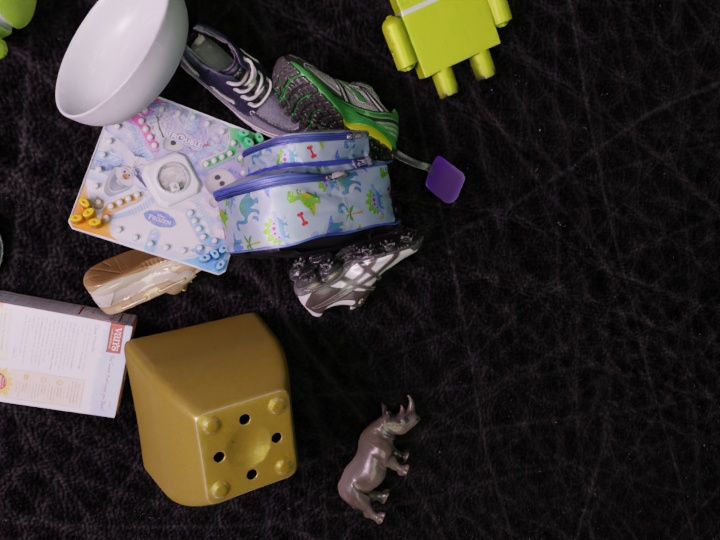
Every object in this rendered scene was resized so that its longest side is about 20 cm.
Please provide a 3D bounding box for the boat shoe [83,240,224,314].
[{"bbox_3d":[-0.263,0.000,0.861,0.199,0.074,0.070,-21,130,-15],"label":"boat shoe"}]

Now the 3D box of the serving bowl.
[{"bbox_3d":[-0.269,-0.252,0.750,0.201,0.200,0.066,-55,139,4],"label":"serving bowl"}]

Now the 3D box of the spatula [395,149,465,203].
[{"bbox_3d":[0.064,-0.162,0.914,0.199,0.021,0.057,27,75,-13],"label":"spatula"}]

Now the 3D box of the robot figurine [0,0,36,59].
[{"bbox_3d":[-0.461,-0.307,0.717,0.199,0.116,0.176,-26,76,-5],"label":"robot figurine"}]

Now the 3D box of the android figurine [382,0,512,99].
[{"bbox_3d":[0.116,-0.348,0.876,0.181,0.041,0.201,-24,108,-6],"label":"android figurine"}]

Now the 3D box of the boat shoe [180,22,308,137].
[{"bbox_3d":[-0.146,-0.234,0.813,0.199,0.093,0.075,30,91,-17],"label":"boat shoe"}]

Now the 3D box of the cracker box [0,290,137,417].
[{"bbox_3d":[-0.414,0.111,0.854,0.198,0.058,0.135,13,100,-14],"label":"cracker box"}]

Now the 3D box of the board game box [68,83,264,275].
[{"bbox_3d":[-0.241,-0.119,0.819,0.199,0.026,0.202,18,77,-15],"label":"board game box"}]

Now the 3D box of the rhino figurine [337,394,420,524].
[{"bbox_3d":[0.033,0.284,0.991,0.087,0.060,0.201,25,93,-6],"label":"rhino figurine"}]

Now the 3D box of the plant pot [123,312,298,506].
[{"bbox_3d":[-0.176,0.187,0.825,0.193,0.200,0.197,-12,105,-27],"label":"plant pot"}]

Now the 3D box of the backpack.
[{"bbox_3d":[-0.076,-0.092,0.789,0.199,0.182,0.148,-18,98,-41],"label":"backpack"}]

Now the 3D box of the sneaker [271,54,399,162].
[{"bbox_3d":[-0.030,-0.218,0.836,0.199,0.078,0.086,30,62,-34],"label":"sneaker"}]

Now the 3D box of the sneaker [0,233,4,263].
[{"bbox_3d":[-0.521,0.020,0.792,0.078,0.090,0.201,34,93,-17],"label":"sneaker"}]

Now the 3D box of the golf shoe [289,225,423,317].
[{"bbox_3d":[0.000,0.000,0.921,0.199,0.078,0.095,-20,123,-5],"label":"golf shoe"}]
